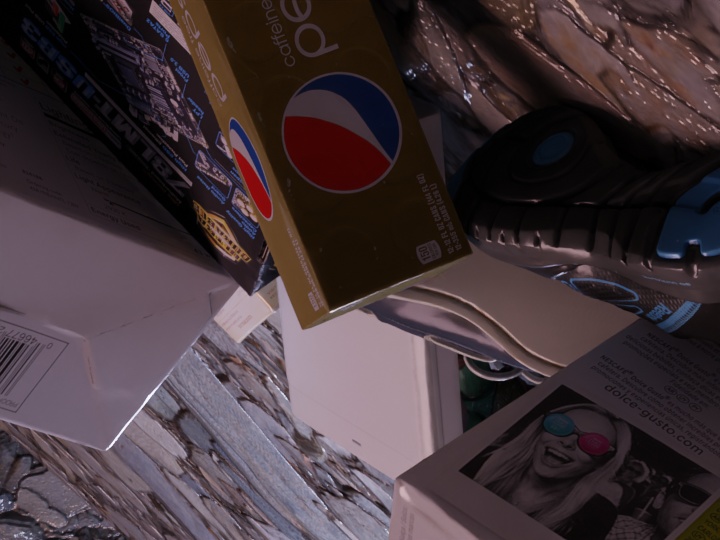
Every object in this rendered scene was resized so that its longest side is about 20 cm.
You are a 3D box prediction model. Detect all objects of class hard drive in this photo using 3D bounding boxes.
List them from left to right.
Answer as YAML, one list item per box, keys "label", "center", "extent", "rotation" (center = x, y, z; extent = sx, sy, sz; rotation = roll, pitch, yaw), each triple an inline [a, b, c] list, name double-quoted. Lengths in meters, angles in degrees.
- label: "hard drive"
  center: [0.000, 0.000, 1.378]
  extent: [0.132, 0.026, 0.201]
  rotation: [28, 132, 49]

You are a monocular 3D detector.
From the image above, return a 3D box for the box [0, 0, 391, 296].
- label: "box"
  center: [-0.086, -0.111, 1.311]
  extent: [0.200, 0.050, 0.199]
  rotation: [46, 154, 13]

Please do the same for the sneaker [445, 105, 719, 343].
- label: "sneaker"
  center: [0.106, -0.008, 1.135]
  extent: [0.082, 0.073, 0.200]
  rotation: [51, 166, -32]

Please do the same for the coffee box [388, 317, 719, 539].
- label: "coffee box"
  center: [0.144, 0.162, 1.148]
  extent: [0.200, 0.197, 0.200]
  rotation: [35, 139, 31]

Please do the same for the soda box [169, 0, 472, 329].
- label: "soda box"
  center: [-0.027, -0.082, 1.161]
  extent: [0.064, 0.067, 0.201]
  rotation: [142, 106, -77]

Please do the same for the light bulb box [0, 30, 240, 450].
- label: "light bulb box"
  center: [-0.196, -0.040, 1.400]
  extent: [0.198, 0.125, 0.200]
  rotation: [23, -155, -42]

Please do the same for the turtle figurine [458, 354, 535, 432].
- label: "turtle figurine"
  center: [0.050, 0.083, 1.537]
  extent: [0.200, 0.100, 0.150]
  rotation: [74, -172, -61]

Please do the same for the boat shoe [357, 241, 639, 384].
- label: "boat shoe"
  center: [0.058, 0.009, 1.266]
  extent: [0.199, 0.075, 0.062]
  rotation: [13, 169, 11]

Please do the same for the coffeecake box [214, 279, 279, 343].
- label: "coffeecake box"
  center: [-0.107, -0.061, 1.605]
  extent: [0.200, 0.073, 0.154]
  rotation: [45, 168, -2]
